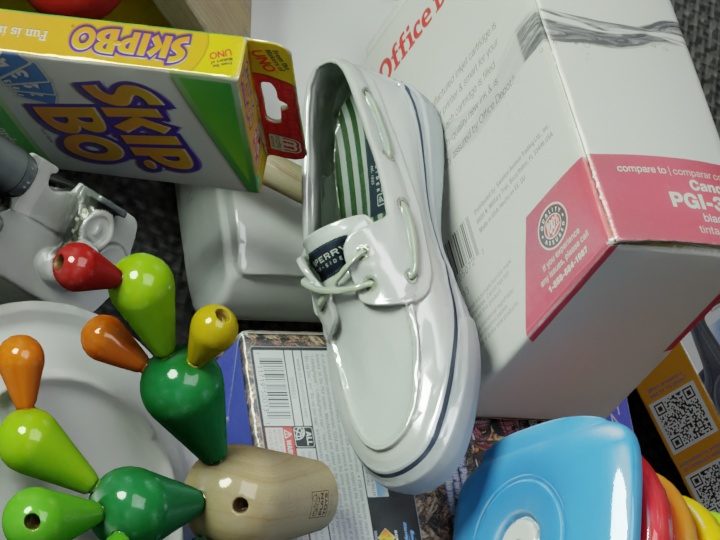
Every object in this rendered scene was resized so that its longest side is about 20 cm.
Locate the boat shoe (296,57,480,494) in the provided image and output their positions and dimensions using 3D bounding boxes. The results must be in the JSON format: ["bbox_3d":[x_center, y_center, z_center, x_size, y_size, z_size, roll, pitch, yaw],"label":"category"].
[{"bbox_3d":[0.000,0.000,1.236,0.067,0.073,0.200,27,44,-43],"label":"boat shoe"}]

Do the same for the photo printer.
[{"bbox_3d":[0.008,-0.053,1.390,0.199,0.069,0.167,3,66,-27],"label":"photo printer"}]

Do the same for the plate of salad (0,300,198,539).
[{"bbox_3d":[-0.141,0.112,1.171,0.200,0.048,0.201,-2,93,-46],"label":"plate of salad"}]

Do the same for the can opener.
[{"bbox_3d":[-0.167,-0.037,1.181,0.200,0.066,0.053,34,85,-49],"label":"can opener"}]

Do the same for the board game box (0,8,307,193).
[{"bbox_3d":[-0.124,-0.075,1.213,0.199,0.096,0.030,5,63,7],"label":"board game box"}]

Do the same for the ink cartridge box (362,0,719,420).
[{"bbox_3d":[0.084,-0.054,1.280,0.083,0.147,0.200,4,55,-28],"label":"ink cartridge box"}]

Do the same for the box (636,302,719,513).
[{"bbox_3d":[0.179,0.042,1.434,0.119,0.041,0.200,-13,75,-54],"label":"box"}]

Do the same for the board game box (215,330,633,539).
[{"bbox_3d":[0.026,0.119,1.303,0.199,0.097,0.160,2,67,-28],"label":"board game box"}]

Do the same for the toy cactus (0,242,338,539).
[{"bbox_3d":[-0.070,0.090,1.146,0.165,0.102,0.201,1,84,-47],"label":"toy cactus"}]

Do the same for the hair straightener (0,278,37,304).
[{"bbox_3d":[-0.126,0.069,1.258,0.041,0.077,0.201,-19,88,3],"label":"hair straightener"}]

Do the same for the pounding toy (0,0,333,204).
[{"bbox_3d":[-0.126,-0.121,1.266,0.184,0.200,0.143,-7,62,16],"label":"pounding toy"}]

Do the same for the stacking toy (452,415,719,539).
[{"bbox_3d":[0.143,0.143,1.245,0.200,0.116,0.110,20,62,-32],"label":"stacking toy"}]
